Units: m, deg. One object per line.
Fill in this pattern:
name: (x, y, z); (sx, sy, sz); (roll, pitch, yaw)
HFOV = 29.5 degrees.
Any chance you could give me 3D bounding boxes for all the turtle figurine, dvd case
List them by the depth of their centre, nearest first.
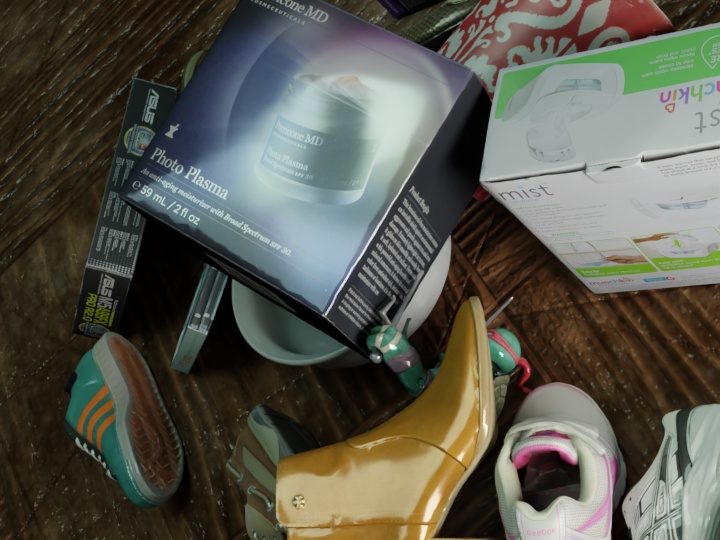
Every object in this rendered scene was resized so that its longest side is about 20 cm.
turtle figurine: (0.048, 0.091, 0.970); (0.200, 0.150, 0.101); (-48, 57, -3)
dvd case: (-0.121, -0.020, 1.204); (0.146, 0.022, 0.202); (127, 162, -68)

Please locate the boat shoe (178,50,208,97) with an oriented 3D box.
boat shoe: (-0.143, -0.138, 1.328); (0.073, 0.076, 0.201); (6, 44, -3)

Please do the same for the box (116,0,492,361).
box: (-0.033, -0.077, 0.991); (0.199, 0.123, 0.199); (28, 82, 25)

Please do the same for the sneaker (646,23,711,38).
sneaker: (0.235, -0.138, 0.998); (0.199, 0.087, 0.075); (-30, 47, 20)

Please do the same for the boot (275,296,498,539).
boot: (0.016, 0.116, 0.887); (0.143, 0.071, 0.203); (-1, 75, 10)

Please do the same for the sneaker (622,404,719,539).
sneaker: (0.199, 0.177, 0.851); (0.087, 0.075, 0.201); (-2, 57, 54)

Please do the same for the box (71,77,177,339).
box: (-0.224, -0.054, 1.291); (0.160, 0.044, 0.202); (124, 158, -60)

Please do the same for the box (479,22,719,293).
box: (0.209, -0.067, 0.910); (0.199, 0.176, 0.097); (-7, 59, 37)

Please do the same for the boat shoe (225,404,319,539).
boat shoe: (-0.048, 0.184, 1.043); (0.072, 0.076, 0.200); (-50, 35, 7)

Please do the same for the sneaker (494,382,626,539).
sneaker: (0.129, 0.128, 0.879); (0.081, 0.089, 0.201); (-9, 30, 10)

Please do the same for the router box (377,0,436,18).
router box: (0.083, -0.352, 1.283); (0.148, 0.051, 0.202); (-17, 54, 33)

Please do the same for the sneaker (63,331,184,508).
sneaker: (-0.214, 0.146, 1.207); (0.080, 0.071, 0.201); (-45, 39, 14)

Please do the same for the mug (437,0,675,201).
mug: (0.135, -0.163, 1.096); (0.133, 0.177, 0.200); (46, 102, 8)

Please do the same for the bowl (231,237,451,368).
bowl: (0.000, 0.000, 1.101); (0.200, 0.090, 0.203); (-21, 51, 29)

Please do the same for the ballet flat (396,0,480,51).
ballet flat: (0.037, -0.204, 1.218); (0.199, 0.067, 0.047); (-25, 81, 32)
